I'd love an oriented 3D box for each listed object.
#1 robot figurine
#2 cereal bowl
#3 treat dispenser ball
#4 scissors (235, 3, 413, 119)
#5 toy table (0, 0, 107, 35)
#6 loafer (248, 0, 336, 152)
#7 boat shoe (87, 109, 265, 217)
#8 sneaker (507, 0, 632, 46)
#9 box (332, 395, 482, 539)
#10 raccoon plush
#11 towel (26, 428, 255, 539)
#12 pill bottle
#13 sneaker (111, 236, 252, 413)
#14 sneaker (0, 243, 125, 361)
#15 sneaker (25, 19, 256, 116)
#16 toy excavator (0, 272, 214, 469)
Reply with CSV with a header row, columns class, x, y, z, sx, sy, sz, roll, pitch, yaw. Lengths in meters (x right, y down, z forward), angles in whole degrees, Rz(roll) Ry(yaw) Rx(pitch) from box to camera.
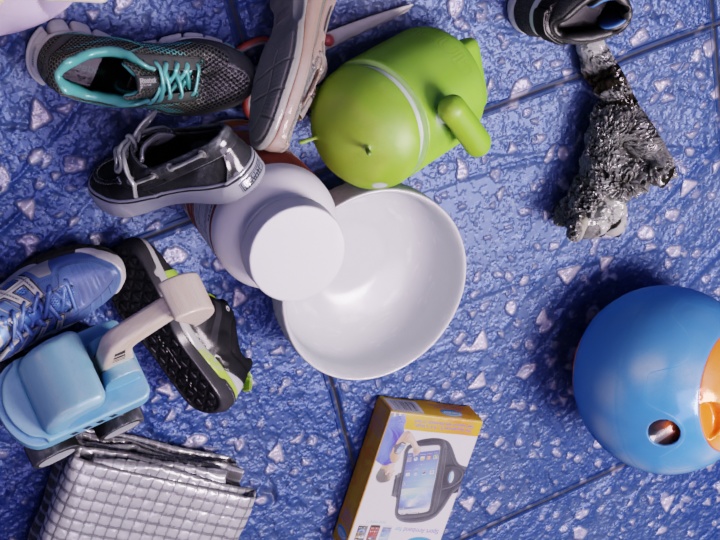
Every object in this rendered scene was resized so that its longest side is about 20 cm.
class,x,y,z,sx,sy,sz,roll,pitch,yaw
robot figurine,0.035,-0.148,1.182,0.200,0.174,0.117,-36,126,-43
cereal bowl,0.000,0.000,1.275,0.198,0.083,0.202,-11,119,-21
treat dispenser ball,0.328,0.117,1.407,0.199,0.201,0.203,-9,116,-20
scissors,-0.043,-0.212,1.199,0.200,0.014,0.073,-38,108,-8
toy table,-0.302,-0.233,1.019,0.198,0.117,0.185,-14,118,-18
loafer,-0.048,-0.193,1.134,0.062,0.072,0.202,17,73,-29
boat shoe,-0.172,-0.092,1.105,0.068,0.198,0.074,52,58,-35
sneaker,0.248,-0.273,1.245,0.199,0.112,0.073,-34,123,-6
box,0.048,0.239,1.435,0.118,0.041,0.202,9,107,-27
raccoon plush,0.231,-0.127,1.344,0.133,0.097,0.201,-31,93,7
towel,-0.221,0.251,1.297,0.199,0.086,0.167,15,104,-27
pill bottle,-0.086,-0.052,1.146,0.111,0.200,0.113,-10,117,-20
sneaker,-0.167,0.044,1.248,0.083,0.071,0.201,-50,122,-42
sneaker,-0.300,0.042,1.163,0.199,0.077,0.076,-25,120,-7
sneaker,-0.181,-0.162,1.113,0.198,0.091,0.078,0,112,-19
toy excavator,-0.225,0.081,1.139,0.193,0.200,0.100,-24,80,-17
